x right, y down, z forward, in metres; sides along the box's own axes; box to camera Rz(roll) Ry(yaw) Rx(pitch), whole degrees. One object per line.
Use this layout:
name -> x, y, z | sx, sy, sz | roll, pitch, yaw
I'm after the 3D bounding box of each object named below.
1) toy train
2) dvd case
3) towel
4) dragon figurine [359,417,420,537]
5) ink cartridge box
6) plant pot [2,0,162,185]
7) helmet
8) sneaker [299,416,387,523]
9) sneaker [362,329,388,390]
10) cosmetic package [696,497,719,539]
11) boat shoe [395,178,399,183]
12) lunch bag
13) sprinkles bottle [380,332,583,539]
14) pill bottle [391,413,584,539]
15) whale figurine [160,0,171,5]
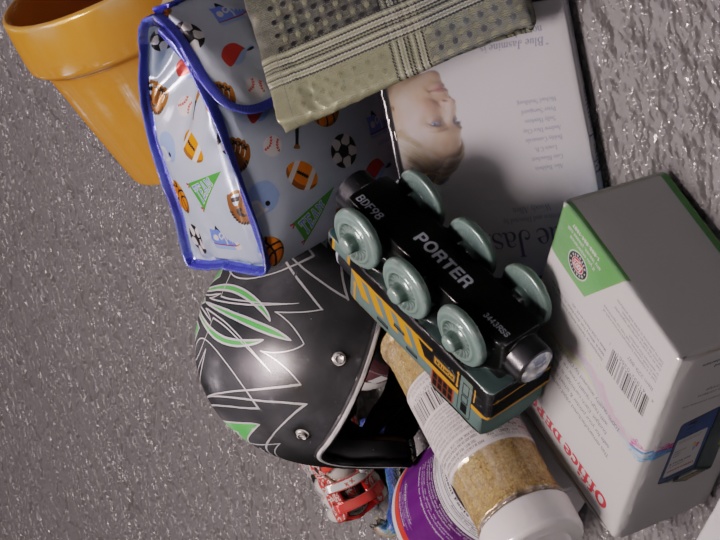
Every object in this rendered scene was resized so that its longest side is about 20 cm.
toy train -> 0.052, 0.019, 1.567 | 0.200, 0.085, 0.114 | 44, 151, 27
dvd case -> 0.091, -0.085, 1.600 | 0.143, 0.018, 0.200 | -8, 104, 20
towel -> 0.009, -0.211, 1.593 | 0.035, 0.200, 0.193 | 33, -141, -66
dragon figurine -> 0.058, 0.201, 1.925 | 0.200, 0.059, 0.099 | 52, 149, 36
ink cartridge box -> 0.183, 0.058, 1.536 | 0.145, 0.087, 0.200 | 56, 150, 32
plant pot -> -0.182, -0.184, 2.026 | 0.200, 0.200, 0.183 | 19, 140, 60
helmet -> -0.031, 0.057, 1.756 | 0.200, 0.191, 0.200 | -17, 64, 40
sneaker -> -0.019, 0.151, 2.014 | 0.108, 0.067, 0.201 | 60, 168, 21
sneaker -> 0.000, 0.000, 1.907 | 0.116, 0.076, 0.200 | -14, 104, 60
cosmetic package -> 0.261, 0.216, 1.503 | 0.102, 0.074, 0.200 | 56, 152, 29
boat shoe -> 0.076, -0.084, 1.647 | 0.071, 0.091, 0.200 | 54, 150, 42
lunch bag -> -0.063, -0.119, 1.678 | 0.124, 0.170, 0.200 | 4, 115, 50
sprinkles bottle -> 0.082, 0.116, 1.609 | 0.068, 0.068, 0.200 | 103, 147, -49
pill bottle -> 0.103, 0.159, 1.741 | 0.112, 0.112, 0.200 | 65, 154, 14
whale figurine -> -0.096, -0.256, 1.810 | 0.159, 0.104, 0.200 | -9, 61, 66
